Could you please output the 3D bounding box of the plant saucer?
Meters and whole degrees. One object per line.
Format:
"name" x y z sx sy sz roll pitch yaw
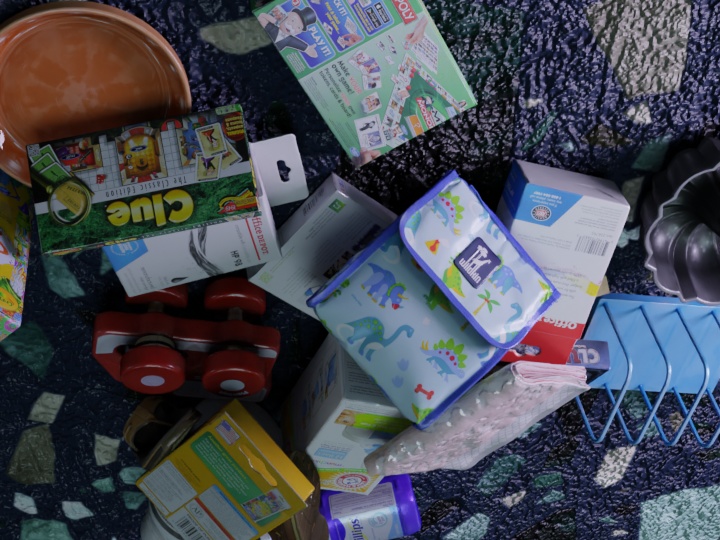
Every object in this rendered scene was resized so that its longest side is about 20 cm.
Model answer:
"plant saucer" -0.255 -0.155 1.106 0.199 0.032 0.201 -6 130 -7

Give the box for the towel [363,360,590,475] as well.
"towel" 0.127 0.158 1.270 0.200 0.032 0.191 -38 155 25

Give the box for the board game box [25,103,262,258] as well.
"board game box" -0.196 -0.081 1.098 0.199 0.105 0.023 -12 172 -1

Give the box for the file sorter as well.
"file sorter" 0.358 0.122 1.395 0.199 0.123 0.139 4 129 -14

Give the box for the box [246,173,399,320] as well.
"box" 0.000 0.000 1.283 0.200 0.036 0.144 32 117 -30

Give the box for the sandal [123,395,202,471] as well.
"sandal" -0.220 0.160 1.292 0.055 0.200 0.082 43 82 -15

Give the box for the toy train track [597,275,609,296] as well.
"toy train track" 0.173 0.036 1.340 0.199 0.033 0.115 -16 118 2

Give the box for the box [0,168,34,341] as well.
"box" -0.407 -0.037 1.070 0.122 0.193 0.200 -34 127 18

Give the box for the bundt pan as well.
"bundt pan" 0.382 -0.062 1.275 0.200 0.076 0.203 -6 130 -7

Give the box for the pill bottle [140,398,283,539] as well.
"pill bottle" -0.177 0.249 1.404 0.113 0.114 0.201 16 125 -22

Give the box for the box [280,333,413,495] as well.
"box" -0.007 0.155 1.337 0.112 0.102 0.200 12 141 -20

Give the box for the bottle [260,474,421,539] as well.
"bottle" -0.027 0.310 1.514 0.199 0.065 0.084 -13 132 0

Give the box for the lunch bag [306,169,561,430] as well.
"lunch bag" 0.072 0.027 1.188 0.200 0.127 0.170 -41 93 -4

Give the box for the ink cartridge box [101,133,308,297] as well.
"ink cartridge box" -0.146 -0.052 1.166 0.199 0.067 0.116 -14 149 -1

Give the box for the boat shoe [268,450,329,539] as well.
"boat shoe" -0.081 0.268 1.338 0.067 0.072 0.201 8 139 14

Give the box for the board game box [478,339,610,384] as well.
"board game box" 0.161 0.109 1.366 0.199 0.035 0.136 5 156 -15

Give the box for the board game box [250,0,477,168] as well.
"board game box" 0.006 -0.200 1.120 0.134 0.029 0.200 -27 129 11

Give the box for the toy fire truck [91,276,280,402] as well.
"toy fire truck" -0.184 0.092 1.287 0.199 0.113 0.168 4 147 -13

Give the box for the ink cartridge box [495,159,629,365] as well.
"ink cartridge box" 0.187 -0.003 1.264 0.115 0.067 0.201 12 116 -12

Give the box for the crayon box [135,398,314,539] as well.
"crayon box" -0.134 0.217 1.254 0.126 0.052 0.200 49 134 -2
